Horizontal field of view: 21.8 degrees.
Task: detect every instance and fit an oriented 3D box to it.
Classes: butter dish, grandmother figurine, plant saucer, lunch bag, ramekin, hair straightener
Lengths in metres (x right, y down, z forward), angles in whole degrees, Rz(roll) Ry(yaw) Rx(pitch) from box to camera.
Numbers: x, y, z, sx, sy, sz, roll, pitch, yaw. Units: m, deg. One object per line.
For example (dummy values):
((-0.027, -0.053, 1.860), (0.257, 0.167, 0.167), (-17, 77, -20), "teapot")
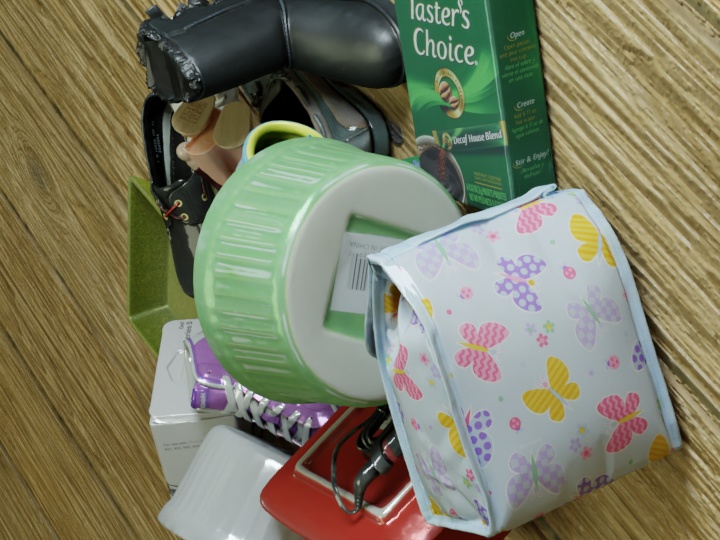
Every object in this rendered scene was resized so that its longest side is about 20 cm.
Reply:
((0.058, 0.174, 1.455), (0.200, 0.199, 0.148), (19, 150, 55), "butter dish")
((-0.105, -0.082, 1.607), (0.121, 0.061, 0.200), (28, 164, 25), "grandmother figurine")
((-0.168, 0.028, 1.874), (0.200, 0.048, 0.200), (47, 144, 37), "plant saucer")
((0.103, 0.056, 1.274), (0.127, 0.169, 0.200), (3, 113, 64), "lunch bag")
((-0.012, 0.005, 1.355), (0.098, 0.200, 0.201), (9, 115, 54), "ramekin")
((0.044, 0.100, 1.398), (0.041, 0.200, 0.077), (45, 164, -23), "hair straightener")
((-0.064, 0.209, 1.598), (0.200, 0.200, 0.098), (19, 83, 56), "ramekin")

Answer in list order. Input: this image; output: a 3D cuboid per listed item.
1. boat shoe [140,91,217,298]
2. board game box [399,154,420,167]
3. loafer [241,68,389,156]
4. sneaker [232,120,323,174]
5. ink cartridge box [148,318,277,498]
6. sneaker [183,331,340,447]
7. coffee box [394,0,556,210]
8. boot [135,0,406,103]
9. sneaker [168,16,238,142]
((-0.167, -0.070, 1.742), (0.074, 0.063, 0.202), (-7, 89, 42), "boat shoe")
((0.000, 0.000, 1.520), (0.200, 0.029, 0.135), (-24, 85, 47), "board game box")
((-0.054, -0.135, 1.546), (0.200, 0.063, 0.072), (34, 136, 48), "loafer")
((-0.038, -0.029, 1.446), (0.200, 0.079, 0.131), (53, 156, 19), "sneaker")
((-0.133, 0.163, 1.762), (0.146, 0.084, 0.200), (-89, -9, -52), "ink cartridge box")
((-0.083, 0.120, 1.617), (0.200, 0.114, 0.073), (46, 142, 36), "sneaker")
((0.077, -0.144, 1.323), (0.123, 0.044, 0.200), (23, 127, 55), "coffee box")
((-0.070, -0.171, 1.446), (0.198, 0.162, 0.074), (33, 137, 49), "boot")
((-0.132, -0.157, 1.616), (0.200, 0.073, 0.085), (72, -177, -74), "sneaker")
